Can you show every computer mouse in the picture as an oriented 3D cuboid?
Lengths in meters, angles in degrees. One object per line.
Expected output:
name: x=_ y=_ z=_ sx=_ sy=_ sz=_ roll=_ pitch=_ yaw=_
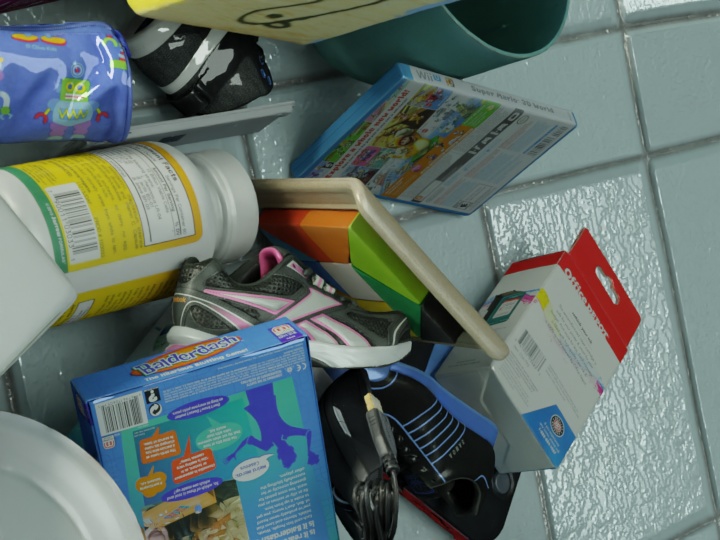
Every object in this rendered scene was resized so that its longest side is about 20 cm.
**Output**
computer mouse: x=-0.008 y=0.124 z=1.107 sx=0.046 sy=0.141 sz=0.200 roll=-2 pitch=43 yaw=-7

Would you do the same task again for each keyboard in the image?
keyboard: x=-0.138 y=-0.101 z=1.198 sx=0.200 sy=0.056 sz=0.011 roll=-14 pitch=85 yaw=-41

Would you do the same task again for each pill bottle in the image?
pill bottle: x=-0.172 y=-0.029 z=1.121 sx=0.200 sy=0.113 sz=0.113 roll=-16 pitch=96 yaw=-41

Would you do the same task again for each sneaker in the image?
sneaker: x=-0.091 y=-0.197 z=1.248 sx=0.200 sy=0.073 sz=0.112 roll=-50 pitch=120 yaw=-24
sneaker: x=-0.044 y=0.026 z=1.134 sx=0.200 sy=0.080 sz=0.087 roll=2 pitch=88 yaw=-42
sneaker: x=0.038 y=0.131 z=1.278 sx=0.200 sy=0.070 sz=0.078 roll=31 pitch=57 yaw=-36

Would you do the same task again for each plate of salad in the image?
plate of salad: x=-0.220 y=0.176 z=1.017 sx=0.201 sy=0.200 sz=0.048 roll=69 pitch=21 yaw=-12

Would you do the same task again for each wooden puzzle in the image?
wooden puzzle: x=0.000 y=0.000 z=1.219 sx=0.185 sy=0.200 sz=0.037 roll=47 pitch=72 yaw=-27

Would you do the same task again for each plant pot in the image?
plant pot: x=0.043 y=-0.237 z=1.293 sx=0.200 sy=0.161 sz=0.201 roll=19 pitch=62 yaw=-40

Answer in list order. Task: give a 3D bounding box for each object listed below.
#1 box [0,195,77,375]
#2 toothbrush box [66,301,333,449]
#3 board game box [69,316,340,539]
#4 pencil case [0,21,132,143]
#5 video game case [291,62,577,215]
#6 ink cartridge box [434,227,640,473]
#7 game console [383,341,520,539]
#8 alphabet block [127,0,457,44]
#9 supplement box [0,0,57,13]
box: x=-0.321 y=0.010 z=0.944 sx=0.199 sy=0.171 sz=0.200 roll=55 pitch=54 yaw=-22
toothbrush box: x=-0.115 y=0.126 z=1.171 sx=0.147 sy=0.085 sz=0.200 roll=51 pitch=56 yaw=-25
board game box: x=-0.096 y=0.147 z=1.067 sx=0.152 sy=0.045 sz=0.201 roll=-15 pitch=111 yaw=-20
pencil case: x=-0.246 y=-0.127 z=1.059 sx=0.199 sy=0.078 sz=0.087 roll=-1 pitch=126 yaw=-27
video game case: x=0.062 y=-0.103 z=1.323 sx=0.200 sy=0.143 sz=0.018 roll=9 pitch=53 yaw=-41
ink cartridge box: x=0.160 y=0.067 z=1.411 sx=0.116 sy=0.067 sz=0.200 roll=56 pitch=47 yaw=-20
game console: x=0.074 y=0.119 z=1.377 sx=0.200 sy=0.031 sz=0.177 roll=42 pitch=60 yaw=-31
alphabet block: x=-0.036 y=-0.275 z=1.089 sx=0.200 sy=0.195 sz=0.197 roll=-2 pitch=81 yaw=-56
supplement box: x=-0.221 y=-0.253 z=1.110 sx=0.200 sy=0.103 sz=0.131 roll=-21 pitch=99 yaw=-41
